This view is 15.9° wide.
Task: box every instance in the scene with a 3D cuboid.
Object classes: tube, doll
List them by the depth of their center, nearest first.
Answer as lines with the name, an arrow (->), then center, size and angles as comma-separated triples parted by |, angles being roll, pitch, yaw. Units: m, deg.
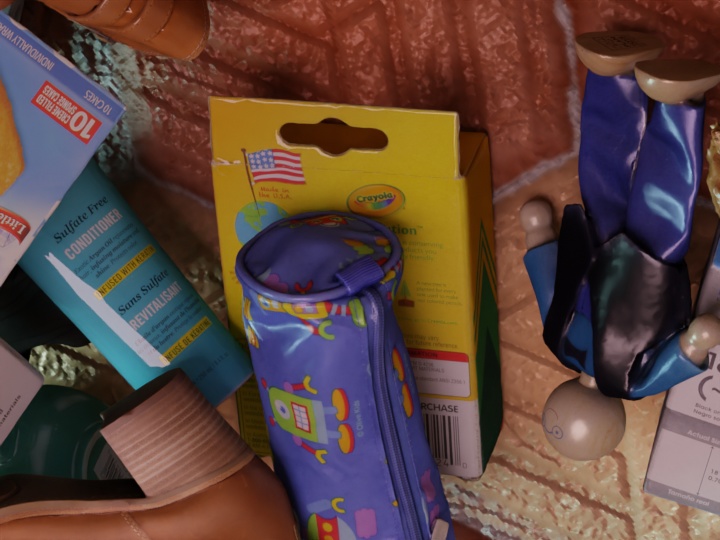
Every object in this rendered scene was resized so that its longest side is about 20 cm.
doll -> 0.115, -0.006, 1.178 | 0.136, 0.048, 0.200 | 31, 123, 46
tube -> -0.133, -0.012, 1.237 | 0.200, 0.077, 0.050 | 49, 148, -4

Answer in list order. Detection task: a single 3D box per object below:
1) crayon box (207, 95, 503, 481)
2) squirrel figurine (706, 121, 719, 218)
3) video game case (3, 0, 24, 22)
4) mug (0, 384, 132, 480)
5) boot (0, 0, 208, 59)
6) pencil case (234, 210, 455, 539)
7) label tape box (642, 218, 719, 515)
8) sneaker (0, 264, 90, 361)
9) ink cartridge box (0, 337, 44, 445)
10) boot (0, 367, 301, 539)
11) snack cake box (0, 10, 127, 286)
crayon box -> 0.000, 0.000, 1.246 | 0.127, 0.051, 0.200 | 5, 121, 16
squirrel figurine -> 0.252, -0.061, 1.067 | 0.200, 0.142, 0.187 | 36, 99, 14
video game case -> -0.268, -0.130, 1.276 | 0.200, 0.022, 0.182 | 21, 123, 4
mug -> -0.170, 0.133, 1.301 | 0.114, 0.185, 0.152 | -19, 75, 23
boot -> -0.126, -0.134, 1.110 | 0.074, 0.200, 0.155 | -41, 122, 15
pencil case -> -0.004, 0.073, 1.211 | 0.087, 0.078, 0.200 | 18, 129, 43
label tape box -> 0.223, 0.030, 1.184 | 0.144, 0.063, 0.200 | 17, 123, 8
sneaker -> -0.218, 0.029, 1.322 | 0.200, 0.076, 0.091 | -10, 141, 36
ink cartridge box -> -0.258, 0.013, 1.158 | 0.145, 0.084, 0.200 | 25, 165, 34
boot -> -0.118, 0.158, 1.203 | 0.200, 0.074, 0.155 | -31, 99, 11
snack cake box -> -0.221, -0.086, 1.150 | 0.200, 0.067, 0.115 | 37, 80, -20
